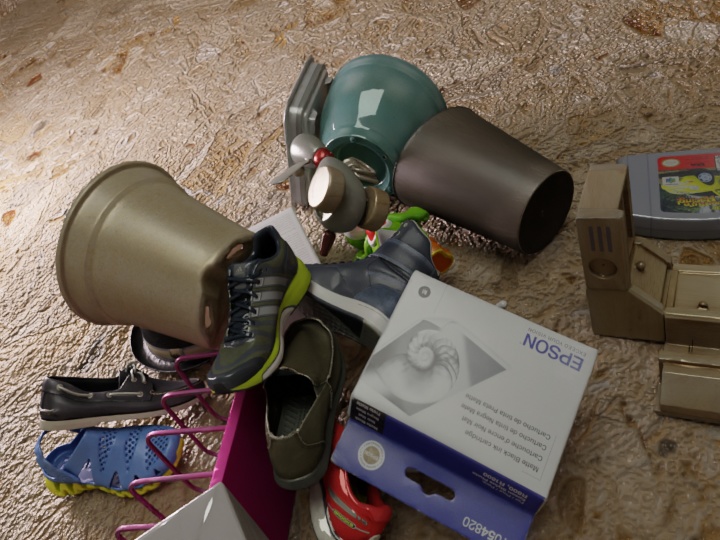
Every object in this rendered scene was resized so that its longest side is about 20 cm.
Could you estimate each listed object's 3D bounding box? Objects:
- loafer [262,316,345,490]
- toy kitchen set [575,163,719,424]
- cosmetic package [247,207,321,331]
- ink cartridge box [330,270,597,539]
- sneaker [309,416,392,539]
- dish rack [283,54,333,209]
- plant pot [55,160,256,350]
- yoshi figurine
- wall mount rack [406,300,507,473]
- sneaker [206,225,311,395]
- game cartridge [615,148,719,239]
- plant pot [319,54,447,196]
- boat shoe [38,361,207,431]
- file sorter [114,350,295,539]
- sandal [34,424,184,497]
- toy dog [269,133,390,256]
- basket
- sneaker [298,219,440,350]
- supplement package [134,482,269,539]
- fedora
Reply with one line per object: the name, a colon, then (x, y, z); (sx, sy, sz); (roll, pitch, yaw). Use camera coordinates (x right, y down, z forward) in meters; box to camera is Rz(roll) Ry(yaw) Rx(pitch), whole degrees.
loafer: (-0.056, 0.114, 0.642); (0.073, 0.071, 0.202); (-10, 39, 6)
toy kitchen set: (0.314, 0.021, 0.611); (0.196, 0.182, 0.165); (4, 49, 32)
cosmetic package: (-0.101, 0.009, 0.887); (0.100, 0.072, 0.201); (-25, 42, -4)
ink cartridge box: (0.094, 0.126, 0.595); (0.196, 0.041, 0.203); (22, 70, 16)
sneaker: (-0.018, 0.184, 0.657); (0.085, 0.076, 0.202); (-46, 47, 22)
dish rack: (-0.076, -0.216, 1.022); (0.042, 0.203, 0.174); (9, 48, 6)
plant pot: (-0.207, -0.003, 0.737); (0.180, 0.203, 0.202); (20, 55, 23)
yoshi figurine: (0.035, -0.040, 0.871); (0.111, 0.114, 0.200); (-20, 48, -34)
wall mount rack: (0.082, 0.111, 0.702); (0.169, 0.075, 0.203); (-7, 45, 15)
sneaker: (-0.113, 0.037, 0.646); (0.072, 0.082, 0.202); (-12, 37, 22)
game cartridge: (0.422, -0.096, 0.795); (0.195, 0.041, 0.135); (-1, 50, 22)
plant pot: (0.019, -0.189, 0.939); (0.196, 0.203, 0.136); (5, 48, 27)
boat shoe: (-0.282, 0.145, 0.774); (0.195, 0.065, 0.072); (-5, 1, -28)
file sorter: (-0.148, 0.202, 0.666); (0.122, 0.141, 0.203); (-10, 43, 18)
sandal: (-0.305, 0.217, 0.757); (0.195, 0.088, 0.081); (-12, 41, 10)
toy dog: (-0.044, -0.088, 0.767); (0.098, 0.130, 0.201); (-59, 15, 15)
basket: (0.170, -0.116, 0.855); (0.178, 0.138, 0.199); (-33, 46, -22)
sneaker: (0.001, 0.001, 0.748); (0.200, 0.078, 0.147); (22, 61, 39)
supplement package: (-0.102, 0.293, 0.504); (0.118, 0.203, 0.121); (-31, 42, -12)
fedora: (-0.253, 0.046, 0.900); (0.195, 0.093, 0.204); (-12, 43, 11)
